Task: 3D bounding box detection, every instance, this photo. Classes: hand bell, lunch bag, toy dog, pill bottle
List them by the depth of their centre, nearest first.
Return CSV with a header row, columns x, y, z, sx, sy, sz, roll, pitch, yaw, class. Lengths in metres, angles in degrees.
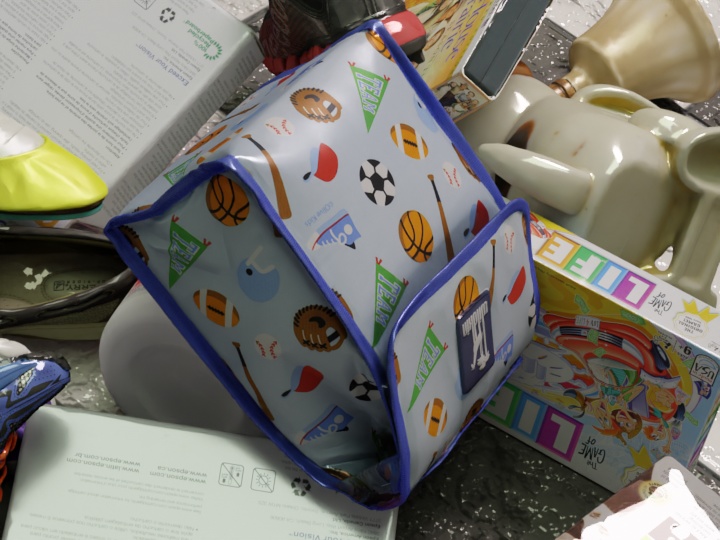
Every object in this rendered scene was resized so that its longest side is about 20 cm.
x,y,z,sx,sy,sz,roll,pitch,yaw,class
0.000,0.000,1.152,0.200,0.124,0.170,56,42,-10,lunch bag
-0.055,0.004,1.269,0.112,0.112,0.200,23,45,10,pill bottle
0.112,-0.049,1.337,0.194,0.140,0.200,3,18,-36,toy dog
0.127,-0.110,1.461,0.200,0.104,0.104,-32,59,-21,hand bell

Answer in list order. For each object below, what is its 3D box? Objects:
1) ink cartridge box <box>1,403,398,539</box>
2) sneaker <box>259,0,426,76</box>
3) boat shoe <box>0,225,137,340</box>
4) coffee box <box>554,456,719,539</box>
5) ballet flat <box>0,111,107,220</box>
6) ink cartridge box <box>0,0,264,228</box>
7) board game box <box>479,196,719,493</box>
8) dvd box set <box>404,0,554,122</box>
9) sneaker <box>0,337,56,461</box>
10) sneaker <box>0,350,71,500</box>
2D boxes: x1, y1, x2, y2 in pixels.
x,y,z,sx,sy,sz,roll,pitch,yaw,class
-0.087,0.176,1.127,0.196,0.043,0.200,10,65,-3,ink cartridge box
-0.022,-0.162,1.354,0.071,0.098,0.200,-24,11,-14,sneaker
-0.217,0.004,1.255,0.200,0.065,0.073,-6,61,-11,boat shoe
0.105,0.195,1.117,0.080,0.113,0.200,40,50,24,coffee box
-0.242,-0.070,1.290,0.200,0.067,0.067,5,23,17,ballet flat
-0.194,-0.118,1.375,0.196,0.043,0.200,39,82,24,ink cartridge box
0.106,0.040,1.255,0.200,0.135,0.034,28,47,15,board game box
0.047,-0.131,1.354,0.029,0.200,0.146,39,61,-16,dvd box set
-0.248,0.098,1.162,0.200,0.081,0.084,-19,70,-22,sneaker
-0.205,0.122,1.107,0.078,0.075,0.200,39,93,3,sneaker
